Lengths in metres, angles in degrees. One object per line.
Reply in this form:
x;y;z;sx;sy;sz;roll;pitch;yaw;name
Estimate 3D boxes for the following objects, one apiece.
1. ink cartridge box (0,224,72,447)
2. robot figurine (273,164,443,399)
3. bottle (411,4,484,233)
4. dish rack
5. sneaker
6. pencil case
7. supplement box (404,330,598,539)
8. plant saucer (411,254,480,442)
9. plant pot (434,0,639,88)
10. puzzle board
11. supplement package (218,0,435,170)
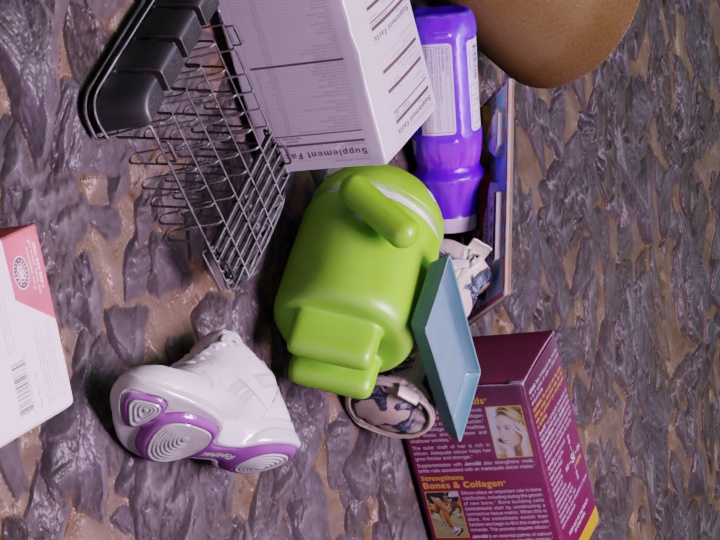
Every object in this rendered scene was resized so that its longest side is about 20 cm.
-0.253;0.055;1.126;0.200;0.067;0.118;-32;114;-62;ink cartridge box
0.000;0.000;1.572;0.176;0.115;0.201;88;16;-54;robot figurine
0.077;-0.136;1.786;0.084;0.065;0.202;-86;172;-75;bottle
-0.116;-0.092;1.432;0.201;0.054;0.154;66;35;-37;dish rack
-0.119;0.086;1.403;0.200;0.074;0.100;27;45;-59;sneaker
0.052;0.056;1.699;0.090;0.077;0.201;-57;-175;47;pencil case
0.124;0.168;1.779;0.103;0.130;0.202;-48;129;-56;supplement box
0.070;0.065;1.597;0.200;0.019;0.070;72;32;-58;plant saucer
0.133;-0.292;1.835;0.199;0.185;0.188;23;66;-44;plant pot
0.114;-0.061;1.825;0.151;0.017;0.202;132;-39;-74;puzzle board
-0.032;-0.191;1.524;0.110;0.113;0.202;-50;131;-52;supplement package
